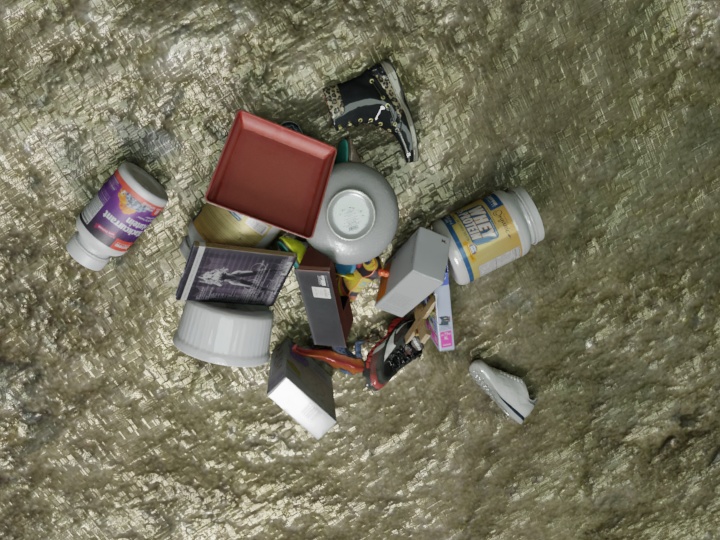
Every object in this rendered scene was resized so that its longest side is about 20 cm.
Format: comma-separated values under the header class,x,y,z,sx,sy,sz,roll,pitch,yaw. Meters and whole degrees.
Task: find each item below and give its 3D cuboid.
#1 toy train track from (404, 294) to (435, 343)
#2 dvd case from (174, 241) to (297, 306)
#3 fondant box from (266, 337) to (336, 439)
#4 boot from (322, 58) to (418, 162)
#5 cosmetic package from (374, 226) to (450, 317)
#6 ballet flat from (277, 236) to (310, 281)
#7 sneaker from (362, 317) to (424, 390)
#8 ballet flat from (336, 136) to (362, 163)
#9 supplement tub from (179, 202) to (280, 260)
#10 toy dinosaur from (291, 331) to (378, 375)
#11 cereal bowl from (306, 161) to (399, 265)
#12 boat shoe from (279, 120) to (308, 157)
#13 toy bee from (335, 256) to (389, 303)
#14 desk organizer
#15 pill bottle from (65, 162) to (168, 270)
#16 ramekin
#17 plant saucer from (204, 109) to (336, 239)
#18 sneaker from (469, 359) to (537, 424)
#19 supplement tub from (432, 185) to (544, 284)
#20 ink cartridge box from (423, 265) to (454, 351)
class,x,y,z,sx,sy,sz,roll,pitch,yaw
toy train track,0.129,0.080,1.231,0.032,0.201,0.116,22,120,-17
dvd case,-0.234,0.010,1.119,0.197,0.016,0.150,5,136,-30
fondant box,-0.123,0.242,1.248,0.058,0.200,0.144,-43,106,6
boot,0.023,-0.293,1.176,0.151,0.074,0.207,-20,100,-2
cosmetic package,0.101,0.008,1.199,0.070,0.200,0.103,20,61,-12
ballet flat,-0.113,-0.017,1.213,0.067,0.067,0.201,-40,144,-16
sneaker,0.078,0.171,1.250,0.097,0.201,0.072,-11,119,42
ballet flat,-0.020,-0.171,1.221,0.066,0.068,0.204,-1,112,-26
supplement tub,-0.244,-0.086,1.163,0.144,0.145,0.200,40,98,-15
toy dinosaur,-0.035,0.206,1.281,0.180,0.199,0.106,32,120,17
cereal bowl,-0.020,-0.108,1.137,0.196,0.083,0.205,0,96,-4
boat shoe,-0.114,-0.196,1.181,0.070,0.091,0.203,-24,107,1
toy bee,0.000,0.000,1.230,0.130,0.108,0.203,-15,134,-44
desk organizer,-0.067,0.053,1.176,0.070,0.078,0.203,3,131,16
pill bottle,-0.478,-0.101,1.159,0.111,0.112,0.200,41,98,-15
ramekin,-0.270,0.113,1.202,0.197,0.201,0.100,14,97,-10
plant saucer,-0.158,-0.168,1.071,0.196,0.037,0.203,19,64,-11
sneaker,0.330,0.265,1.379,0.081,0.076,0.200,-45,110,-4
supplement tub,0.262,-0.075,1.228,0.197,0.145,0.146,-27,107,2
ink cartridge box,0.161,0.055,1.267,0.041,0.119,0.204,-7,107,-6
